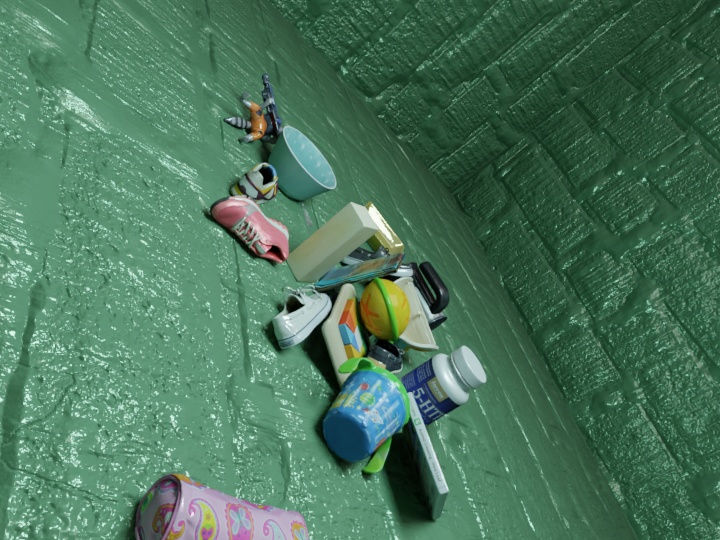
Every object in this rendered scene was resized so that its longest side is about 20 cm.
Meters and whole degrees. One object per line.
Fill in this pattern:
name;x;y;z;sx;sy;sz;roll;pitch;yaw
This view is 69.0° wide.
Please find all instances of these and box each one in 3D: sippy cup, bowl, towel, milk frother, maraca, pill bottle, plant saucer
sippy cup;0.003;0.255;0.913;0.178;0.140;0.130;47;30;8
bowl;-0.166;-0.265;1.379;0.201;0.104;0.202;45;21;-23
towel;0.000;0.000;1.205;0.147;0.197;0.022;-55;129;-69
milk frother;0.130;0.083;1.484;0.197;0.181;0.190;-20;68;-24
maraca;0.051;0.091;1.135;0.201;0.105;0.139;91;-17;-68
pill bottle;0.172;0.257;1.164;0.120;0.199;0.120;43;22;-23
plant saucer;0.057;-0.119;1.724;0.201;0.048;0.200;52;21;-6

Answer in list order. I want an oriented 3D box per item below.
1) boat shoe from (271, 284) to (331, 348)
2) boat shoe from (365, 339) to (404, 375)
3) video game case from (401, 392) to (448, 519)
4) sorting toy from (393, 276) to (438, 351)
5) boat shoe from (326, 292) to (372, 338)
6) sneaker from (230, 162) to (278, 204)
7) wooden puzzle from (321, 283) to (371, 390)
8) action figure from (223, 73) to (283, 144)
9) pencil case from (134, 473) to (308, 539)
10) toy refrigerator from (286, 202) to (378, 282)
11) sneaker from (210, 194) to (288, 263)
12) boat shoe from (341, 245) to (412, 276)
boat shoe;-0.118;0.067;1.000;0.087;0.074;0.202;67;24;-12
boat shoe;0.055;0.180;1.104;0.074;0.063;0.200;23;3;14
video game case;0.118;0.355;0.994;0.201;0.022;0.184;84;-12;-54
sorting toy;0.094;0.114;1.305;0.180;0.106;0.203;29;39;-63
boat shoe;-0.013;0.098;1.199;0.199;0.066;0.075;36;26;-41
sneaker;-0.215;-0.202;1.191;0.075;0.090;0.200;49;21;-10
wooden puzzle;-0.016;0.145;1.069;0.200;0.037;0.188;-60;137;-66
action figure;-0.275;-0.415;1.389;0.193;0.103;0.204;-23;102;-74
pencil case;-0.146;0.292;0.580;0.199;0.087;0.088;39;24;-36
toy refrigerator;-0.064;-0.060;1.144;0.071;0.199;0.076;59;22;16
sneaker;-0.207;-0.078;1.038;0.199;0.073;0.088;31;31;-47
boat shoe;0.045;-0.034;1.383;0.197;0.068;0.070;14;10;14
